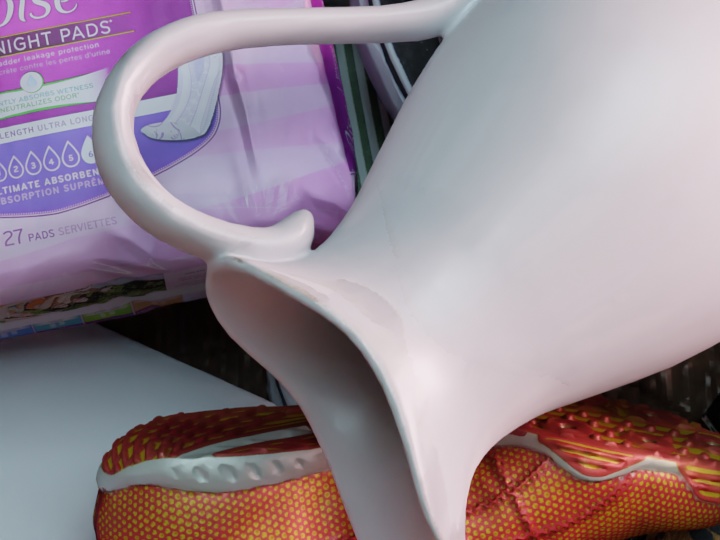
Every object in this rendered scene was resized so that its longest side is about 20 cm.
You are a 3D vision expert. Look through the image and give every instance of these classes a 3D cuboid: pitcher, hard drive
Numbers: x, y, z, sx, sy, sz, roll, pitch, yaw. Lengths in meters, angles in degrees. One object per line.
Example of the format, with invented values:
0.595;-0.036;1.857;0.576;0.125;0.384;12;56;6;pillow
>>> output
0.039;-0.036;0.835;0.200;0.121;0.172;-40;93;-19;pitcher
-0.142;0.059;0.923;0.199;0.027;0.132;24;61;2;hard drive

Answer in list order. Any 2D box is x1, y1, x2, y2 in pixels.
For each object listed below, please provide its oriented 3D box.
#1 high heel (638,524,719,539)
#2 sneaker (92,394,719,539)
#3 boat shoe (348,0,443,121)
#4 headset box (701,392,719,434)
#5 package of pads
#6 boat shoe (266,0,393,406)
0.043;0.125;0.895;0.199;0.071;0.143;6;68;-27;high heel
0.020;0.076;0.898;0.199;0.073;0.078;-4;103;-4;sneaker
0.032;-0.115;0.926;0.072;0.071;0.201;-18;94;-21;boat shoe
0.232;0.002;0.942;0.200;0.174;0.093;-30;74;-24;headset box
-0.105;-0.043;0.902;0.199;0.076;0.121;-12;78;-3;package of pads
0.000;0.000;0.958;0.073;0.067;0.201;-13;67;-17;boat shoe
